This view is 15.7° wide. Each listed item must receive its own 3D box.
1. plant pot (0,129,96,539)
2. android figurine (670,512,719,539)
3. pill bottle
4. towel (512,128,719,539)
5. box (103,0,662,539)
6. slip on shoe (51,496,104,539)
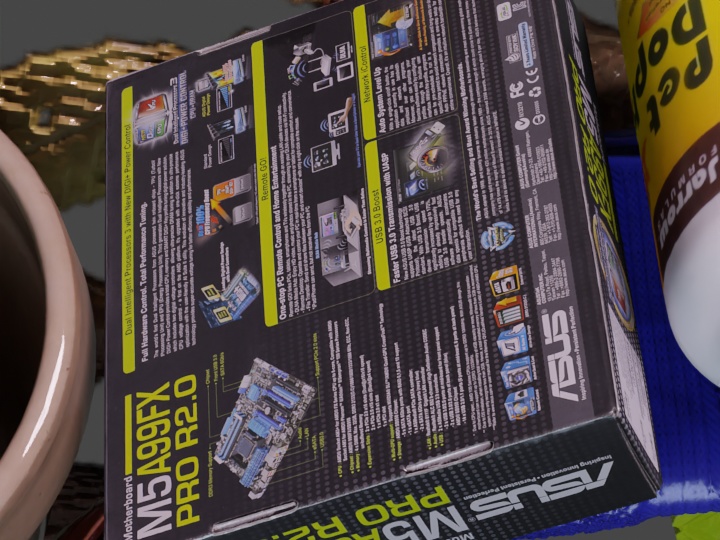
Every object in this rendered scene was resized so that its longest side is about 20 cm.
[{"bbox_3d":[-0.178,0.052,0.880,0.199,0.201,0.175,-6,156,2],"label":"plant pot"},{"bbox_3d":[0.205,0.083,1.038,0.200,0.041,0.182,-34,131,27],"label":"android figurine"},{"bbox_3d":[0.138,-0.035,0.776,0.109,0.201,0.110,-2,138,-2],"label":"pill bottle"},{"bbox_3d":[0.086,0.012,0.866,0.199,0.148,0.050,-6,154,4],"label":"towel"},{"bbox_3d":[0.000,0.000,0.805,0.159,0.201,0.044,-18,137,14],"label":"box"},{"bbox_3d":[-0.081,0.115,0.884,0.074,0.061,0.200,47,131,6],"label":"slip on shoe"}]
